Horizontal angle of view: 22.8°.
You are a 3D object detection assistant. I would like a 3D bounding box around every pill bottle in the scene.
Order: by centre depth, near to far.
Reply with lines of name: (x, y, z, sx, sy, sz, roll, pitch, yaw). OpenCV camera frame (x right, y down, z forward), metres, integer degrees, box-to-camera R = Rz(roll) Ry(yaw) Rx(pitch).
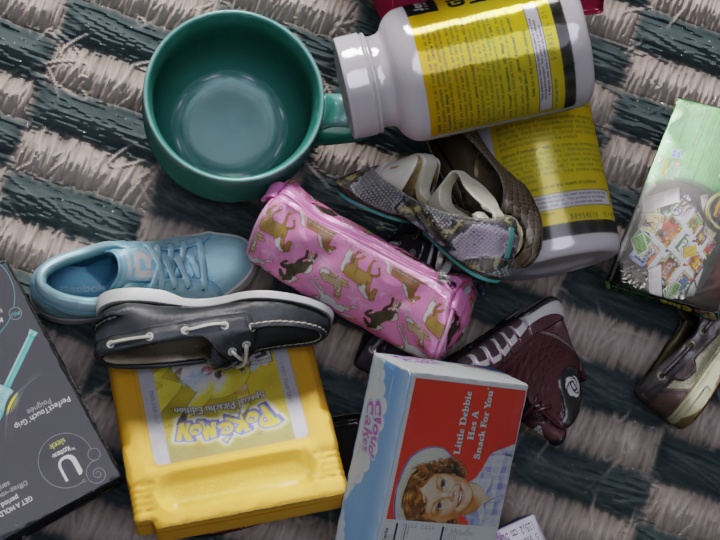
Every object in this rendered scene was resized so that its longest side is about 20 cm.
pill bottle: (0.083, -0.170, 1.468, 0.200, 0.112, 0.113, -12, 81, -3)
pill bottle: (0.153, -0.100, 1.567, 0.114, 0.114, 0.200, -10, 81, -8)

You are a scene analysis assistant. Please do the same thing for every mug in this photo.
mug: (-0.099, -0.126, 1.545, 0.185, 0.114, 0.152, 37, 77, 1)

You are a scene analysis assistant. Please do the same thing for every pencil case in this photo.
pencil case: (0.000, 0.000, 1.495, 0.200, 0.083, 0.087, 28, 99, 15)

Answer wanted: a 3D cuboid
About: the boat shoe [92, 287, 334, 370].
boat shoe: (-0.122, 0.056, 1.487, 0.200, 0.076, 0.060, -1, 61, 2)

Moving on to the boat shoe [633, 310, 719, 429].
boat shoe: (0.309, 0.041, 1.579, 0.065, 0.073, 0.200, 31, 78, -5)

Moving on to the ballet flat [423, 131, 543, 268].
ballet flat: (0.091, -0.086, 1.516, 0.046, 0.067, 0.200, 4, 52, -49)

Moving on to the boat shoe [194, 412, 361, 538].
boat shoe: (-0.062, 0.174, 1.520, 0.201, 0.063, 0.074, -19, 81, -11)

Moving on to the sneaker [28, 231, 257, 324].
sneaker: (-0.184, 0.006, 1.527, 0.200, 0.082, 0.074, -13, 82, -9)

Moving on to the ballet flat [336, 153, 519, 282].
ballet flat: (0.060, -0.059, 1.489, 0.072, 0.072, 0.200, -47, 48, -12)

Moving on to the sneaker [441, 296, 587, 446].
sneaker: (0.125, 0.112, 1.526, 0.200, 0.076, 0.116, -31, 92, -31)

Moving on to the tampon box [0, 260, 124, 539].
tampon box: (-0.305, 0.121, 1.469, 0.150, 0.126, 0.200, -28, 84, -10)

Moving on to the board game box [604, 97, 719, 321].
board game box: (0.299, -0.057, 1.587, 0.105, 0.023, 0.200, 16, 67, 21)

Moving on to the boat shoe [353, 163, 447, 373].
boat shoe: (0.036, -0.002, 1.558, 0.063, 0.073, 0.200, 10, 83, -7)

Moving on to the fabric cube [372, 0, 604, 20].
fabric cube: (0.091, -0.334, 1.529, 0.200, 0.196, 0.199, -14, 52, -8)

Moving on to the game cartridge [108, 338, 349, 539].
game cartridge: (-0.114, 0.123, 1.493, 0.176, 0.032, 0.200, -10, 51, -8)

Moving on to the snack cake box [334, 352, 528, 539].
snack cake box: (0.052, 0.174, 1.432, 0.115, 0.067, 0.200, 9, 97, -28)

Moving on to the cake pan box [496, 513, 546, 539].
cake pan box: (0.100, 0.325, 1.514, 0.200, 0.052, 0.184, -21, 84, -10)
